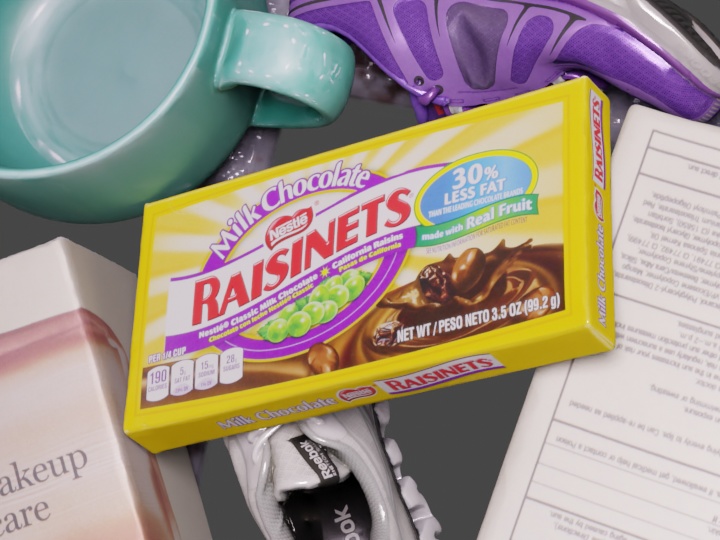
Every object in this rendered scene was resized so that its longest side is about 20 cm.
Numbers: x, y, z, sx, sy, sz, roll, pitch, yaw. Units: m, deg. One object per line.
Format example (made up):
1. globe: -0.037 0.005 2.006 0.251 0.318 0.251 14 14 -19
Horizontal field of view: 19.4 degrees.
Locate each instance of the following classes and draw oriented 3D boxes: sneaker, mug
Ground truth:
1. sneaker: 0.059 -0.091 0.854 0.199 0.081 0.084 19 97 26
2. mug: -0.103 -0.085 0.858 0.152 0.114 0.185 -42 72 2
3. sneaker: -0.024 0.058 0.827 0.075 0.081 0.201 -30 72 7

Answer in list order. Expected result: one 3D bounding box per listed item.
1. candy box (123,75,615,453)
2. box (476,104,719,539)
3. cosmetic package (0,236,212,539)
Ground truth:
1. candy box: 0.000 0.000 0.779 0.199 0.026 0.103 -15 56 29
2. box: 0.132 0.060 0.774 0.127 0.109 0.201 18 83 17
3. cosmetic package: -0.120 0.102 0.835 0.103 0.087 0.201 -22 74 9
